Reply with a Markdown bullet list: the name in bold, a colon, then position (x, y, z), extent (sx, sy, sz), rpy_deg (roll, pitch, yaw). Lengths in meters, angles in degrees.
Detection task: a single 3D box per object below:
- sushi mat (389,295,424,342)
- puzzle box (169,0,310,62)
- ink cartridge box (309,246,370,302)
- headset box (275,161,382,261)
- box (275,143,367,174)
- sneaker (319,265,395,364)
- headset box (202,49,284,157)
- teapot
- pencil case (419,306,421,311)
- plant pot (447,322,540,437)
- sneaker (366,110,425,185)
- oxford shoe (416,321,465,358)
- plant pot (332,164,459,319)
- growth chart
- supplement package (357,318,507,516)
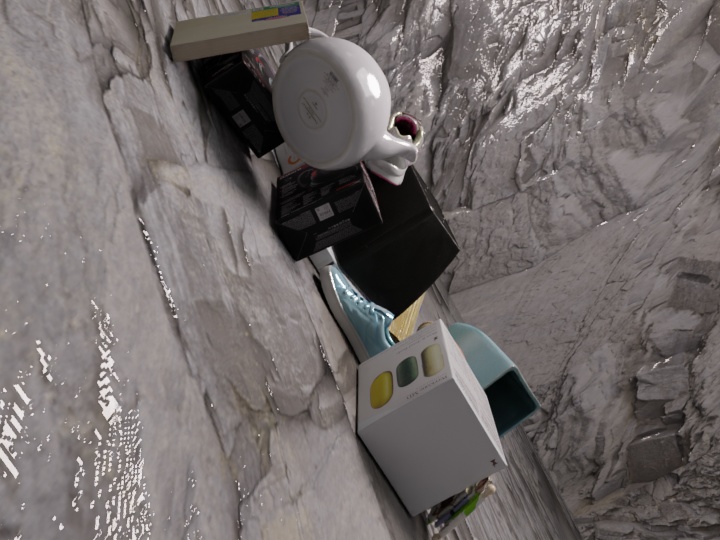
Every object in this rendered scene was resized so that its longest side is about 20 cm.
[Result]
- **sushi mat**: position (0.102, 0.056, 1.614), extent (0.096, 0.012, 0.203), rpy_deg (48, 53, -42)
- **puzzle box**: position (-0.173, -0.348, 1.136), extent (0.134, 0.196, 0.026), rpy_deg (-103, -176, -58)
- **ink cartridge box**: position (-0.024, 0.025, 1.327), extent (0.202, 0.039, 0.100), rpy_deg (57, 10, -18)
- **headset box**: position (-0.053, -0.116, 1.226), extent (0.201, 0.146, 0.076), rpy_deg (-102, 167, -62)
- **box**: position (-0.049, -0.233, 1.439), extent (0.098, 0.198, 0.126), rpy_deg (50, 14, -47)
- **sneaker**: position (0.009, 0.071, 1.238), extent (0.202, 0.081, 0.074), rpy_deg (61, 9, -6)
- **headset box**: position (-0.183, -0.301, 1.251), extent (0.149, 0.074, 0.202), rpy_deg (53, 13, -39)
- **teapot**: position (-0.027, -0.254, 1.156), extent (0.145, 0.195, 0.204), rpy_deg (-29, 121, -45)
- **pencil case**: position (0.053, 0.021, 1.635), extent (0.201, 0.077, 0.087), rpy_deg (55, -1, -35)
- **plant pot**: position (0.221, 0.230, 1.631), extent (0.196, 0.195, 0.201), rpy_deg (50, 4, -46)
- **sneaker**: position (0.072, -0.219, 1.294), extent (0.080, 0.089, 0.201), rpy_deg (27, 32, -6)
- **oxford shoe**: position (0.146, 0.175, 1.313), extent (0.203, 0.070, 0.074), rpy_deg (63, 14, 18)
- **plant pot**: position (0.057, -0.071, 1.375), extent (0.200, 0.176, 0.202), rpy_deg (46, 17, -47)
- **growth chart**: position (0.137, 0.299, 1.124), extent (0.018, 0.145, 0.201), rpy_deg (35, 20, -10)
- **supplement package**: position (0.094, 0.200, 1.107), extent (0.152, 0.150, 0.200), rpy_deg (57, 10, -16)
